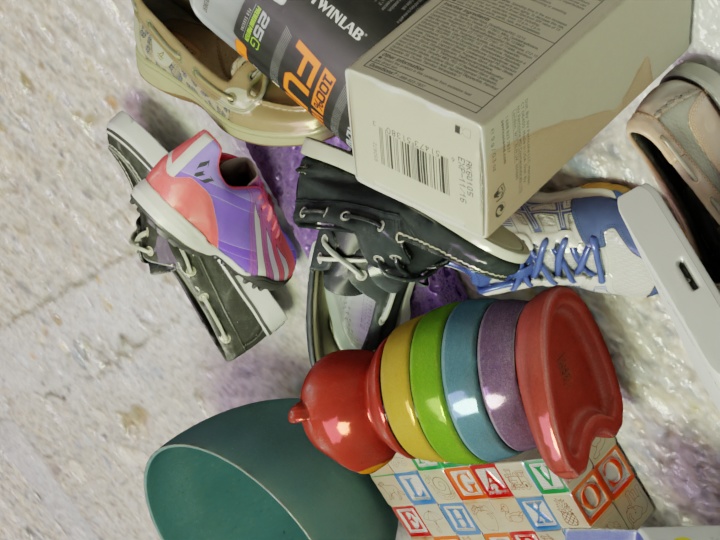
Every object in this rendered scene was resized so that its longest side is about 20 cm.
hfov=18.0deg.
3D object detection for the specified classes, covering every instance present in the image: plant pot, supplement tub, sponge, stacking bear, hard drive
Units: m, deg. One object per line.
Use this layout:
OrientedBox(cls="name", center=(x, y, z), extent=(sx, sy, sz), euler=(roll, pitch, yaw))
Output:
OrientedBox(cls="plant pot", center=(-0.047, 0.175, 1.730), extent=(0.200, 0.135, 0.201), euler=(29, 142, 26))
OrientedBox(cls="supplement tub", center=(0.005, -0.143, 1.368), extent=(0.200, 0.122, 0.123), euler=(41, 146, 13))
OrientedBox(cls="sponge", center=(0.005, -0.020, 1.574), extent=(0.111, 0.030, 0.201), euler=(-10, 114, 51))
OrientedBox(cls="stacking bear", center=(0.052, 0.080, 1.483), extent=(0.199, 0.121, 0.114), euler=(-12, 101, 27))
OrientedBox(cls="hard drive", center=(0.207, 0.052, 1.297), extent=(0.132, 0.027, 0.200), euler=(64, -175, 36))

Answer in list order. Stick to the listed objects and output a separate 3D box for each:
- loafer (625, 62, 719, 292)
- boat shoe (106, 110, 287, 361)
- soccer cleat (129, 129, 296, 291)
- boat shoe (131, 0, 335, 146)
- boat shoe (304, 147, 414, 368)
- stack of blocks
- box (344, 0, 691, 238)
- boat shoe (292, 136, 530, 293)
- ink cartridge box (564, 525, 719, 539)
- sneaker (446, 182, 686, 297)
OrientedBox(cls="loafer", center=(0.208, -0.019, 1.307), extent=(0.072, 0.063, 0.201), euler=(1, 123, 57))
OrientedBox(cls="boat shoe", center=(-0.134, -0.024, 1.682), extent=(0.200, 0.064, 0.071), euler=(54, 173, -8))
OrientedBox(cls="soccer cleat", center=(-0.084, -0.040, 1.581), extent=(0.068, 0.073, 0.200), euler=(45, -173, 27))
OrientedBox(cls="boat shoe", center=(-0.083, -0.139, 1.519), extent=(0.199, 0.073, 0.063), euler=(22, 141, 36))
OrientedBox(cls="boat shoe", center=(0.000, 0.000, 1.518), extent=(0.075, 0.060, 0.201), euler=(26, 139, 27))
OrientedBox(cls="stack of blocks", center=(0.097, 0.144, 1.601), extent=(0.200, 0.059, 0.115), euler=(-11, 115, 53))
OrientedBox(cls="box", center=(0.089, -0.115, 1.228), extent=(0.095, 0.200, 0.078), euler=(26, 140, 31))
OrientedBox(cls="boat shoe", center=(0.022, -0.021, 1.379), extent=(0.199, 0.074, 0.066), euler=(29, 99, 41))
OrientedBox(cls="ink cartridge box", center=(0.226, 0.249, 1.445), extent=(0.199, 0.047, 0.199), euler=(-2, 123, -2))
OrientedBox(cls="sneaker", center=(0.110, -0.010, 1.411), extent=(0.199, 0.088, 0.076), euler=(13, 131, 40))
